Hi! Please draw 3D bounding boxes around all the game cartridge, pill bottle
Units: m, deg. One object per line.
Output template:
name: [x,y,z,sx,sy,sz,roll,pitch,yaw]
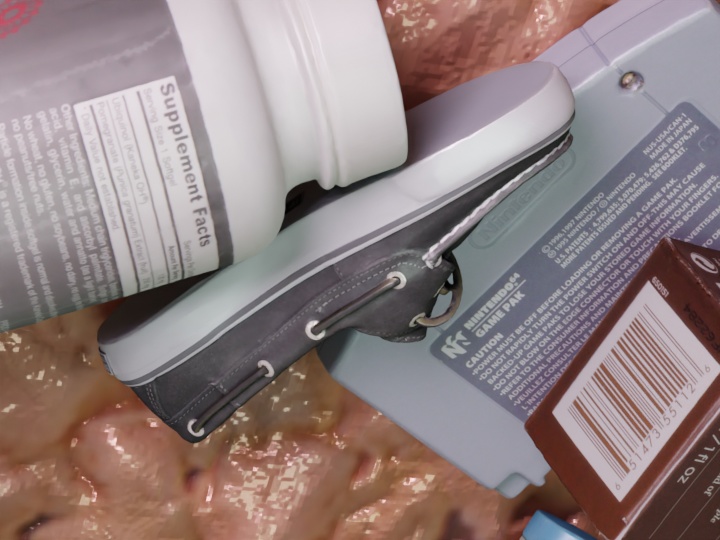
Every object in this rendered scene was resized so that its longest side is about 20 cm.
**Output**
game cartridge: [0.083,-0.012,0.959,0.200,0.041,0.133,-44,128,12]
pill bottle: [-0.090,-0.045,0.830,0.199,0.111,0.111,-17,126,-8]

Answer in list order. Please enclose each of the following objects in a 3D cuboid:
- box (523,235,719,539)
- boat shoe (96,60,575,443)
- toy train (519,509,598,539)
box: [0.171,0.061,0.985,0.200,0.075,0.100,11,122,-43]
boat shoe: [0.000,0.000,0.897,0.200,0.070,0.066,-32,107,15]
toy train: [0.114,0.186,1.080,0.200,0.085,0.116,30,96,-32]
